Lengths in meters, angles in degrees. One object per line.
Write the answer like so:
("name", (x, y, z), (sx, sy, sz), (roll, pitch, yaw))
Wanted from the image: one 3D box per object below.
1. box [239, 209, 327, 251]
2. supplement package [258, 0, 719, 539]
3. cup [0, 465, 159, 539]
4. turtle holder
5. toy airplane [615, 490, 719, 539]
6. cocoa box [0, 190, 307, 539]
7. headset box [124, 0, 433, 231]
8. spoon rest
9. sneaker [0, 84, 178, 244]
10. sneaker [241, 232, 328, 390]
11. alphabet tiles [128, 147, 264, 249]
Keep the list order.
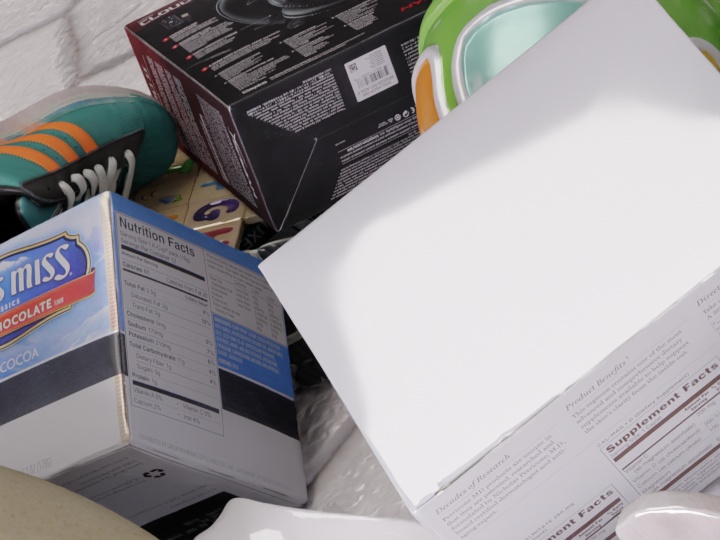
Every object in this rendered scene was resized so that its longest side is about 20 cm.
("box", (-0.088, 0.004, 1.530), (0.200, 0.050, 0.158), (-42, 25, -3))
("supplement package", (0.088, 0.010, 1.144), (0.200, 0.111, 0.156), (-38, 48, 4))
("cup", (-0.136, 0.176, 1.185), (0.142, 0.201, 0.201), (0, 40, 20))
("turtle holder", (0.115, -0.070, 1.296), (0.141, 0.184, 0.132), (117, 164, -51))
("toy airplane", (0.166, 0.063, 0.968), (0.199, 0.141, 0.200), (-43, 25, -3))
("cocoa box", (-0.145, 0.070, 1.356), (0.199, 0.133, 0.132), (-24, 60, 31))
("headset box", (-0.024, -0.109, 1.455), (0.148, 0.078, 0.200), (-27, 24, -13))
("spoon rest", (-0.021, 0.138, 1.204), (0.099, 0.061, 0.200), (-48, 25, -15))
("sneaker", (-0.165, -0.036, 1.414), (0.199, 0.072, 0.080), (-17, 48, -37))
("sneaker", (0.000, 0.000, 1.413), (0.199, 0.078, 0.080), (-25, 9, 21))
("alphabet tiles", (-0.118, -0.033, 1.467), (0.199, 0.006, 0.167), (-13, 25, 12))
